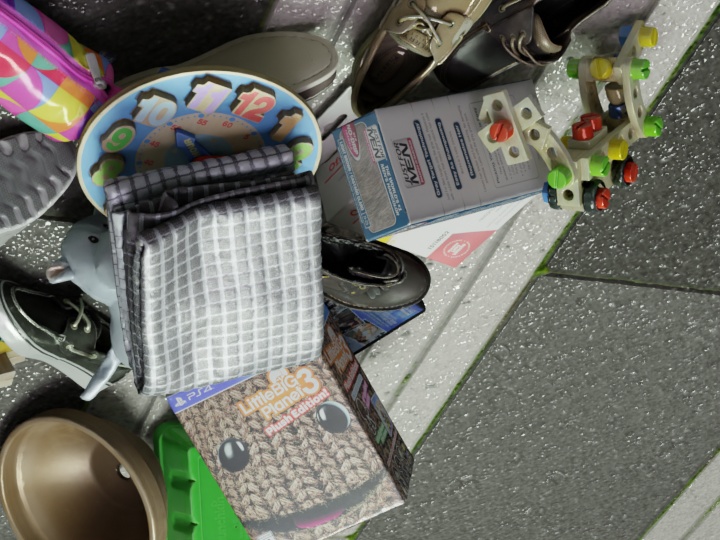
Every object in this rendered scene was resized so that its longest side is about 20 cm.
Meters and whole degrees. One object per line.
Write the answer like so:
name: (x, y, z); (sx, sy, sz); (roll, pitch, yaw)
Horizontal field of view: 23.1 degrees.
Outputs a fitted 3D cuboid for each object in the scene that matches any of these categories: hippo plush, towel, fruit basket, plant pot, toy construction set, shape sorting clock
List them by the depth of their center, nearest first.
shape sorting clock: (-0.130, -0.091, 1.430); (0.200, 0.039, 0.200); (-9, 139, -8)
towel: (-0.113, 0.006, 1.431); (0.166, 0.086, 0.200); (-12, 132, -14)
toy construction set: (0.189, -0.126, 1.498); (0.200, 0.092, 0.131); (-26, 120, -38)
hippo plush: (-0.186, 0.003, 1.583); (0.200, 0.159, 0.161); (-7, 123, 44)
plant pot: (-0.268, 0.224, 1.812); (0.201, 0.201, 0.093); (-51, 171, 36)
fruit basket: (-0.142, 0.257, 1.886); (0.155, 0.216, 0.216); (-3, 140, -15)

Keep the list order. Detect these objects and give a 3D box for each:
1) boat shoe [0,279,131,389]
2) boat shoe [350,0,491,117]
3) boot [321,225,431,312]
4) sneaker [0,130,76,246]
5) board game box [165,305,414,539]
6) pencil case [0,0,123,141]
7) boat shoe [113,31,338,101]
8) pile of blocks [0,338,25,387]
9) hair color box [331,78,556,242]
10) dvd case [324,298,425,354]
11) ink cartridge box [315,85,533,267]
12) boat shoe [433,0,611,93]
boat shoe: (-0.277, 0.052, 1.656); (0.064, 0.071, 0.200); (-27, 148, 16)
boat shoe: (0.053, -0.201, 1.439); (0.072, 0.065, 0.200); (31, 130, -13)
boot: (0.000, 0.000, 1.595); (0.200, 0.069, 0.174); (12, 178, -22)
sneaker: (-0.326, -0.054, 1.519); (0.200, 0.082, 0.075); (-35, 94, 9)
board game box: (-0.066, 0.156, 1.716); (0.159, 0.097, 0.200); (-27, 103, 14)
pencil case: (-0.273, -0.176, 1.363); (0.088, 0.088, 0.200); (-33, 139, 21)
boat shoe: (-0.113, -0.143, 1.464); (0.200, 0.072, 0.060); (-16, 145, -1)
pile of blocks: (-0.359, 0.064, 1.606); (0.082, 0.062, 0.200); (-42, 152, 14)
hair color box: (0.077, -0.096, 1.495); (0.200, 0.100, 0.061); (-15, 177, -43)
dvd case: (-0.052, 0.056, 1.771); (0.200, 0.018, 0.143); (-33, 139, 20)
ink cartridge box: (0.042, -0.084, 1.590); (0.200, 0.068, 0.116); (18, 131, -35)
boat shoe: (0.138, -0.210, 1.463); (0.074, 0.073, 0.200); (23, 128, -38)
